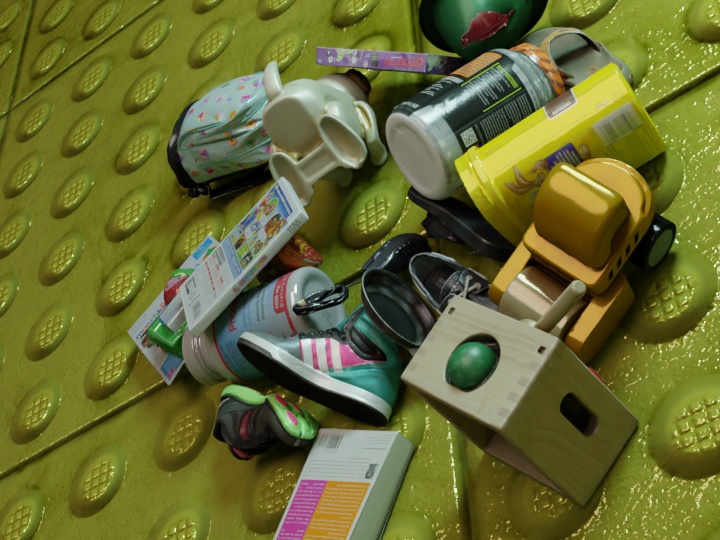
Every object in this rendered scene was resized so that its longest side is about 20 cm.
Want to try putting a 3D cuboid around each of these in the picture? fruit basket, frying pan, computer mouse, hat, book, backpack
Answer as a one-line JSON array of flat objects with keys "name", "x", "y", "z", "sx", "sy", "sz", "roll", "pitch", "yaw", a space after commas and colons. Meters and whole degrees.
[{"name": "fruit basket", "x": -0.238, "y": 0.045, "z": 1.802, "sx": 0.186, "sy": 0.094, "sz": 0.200, "roll": -50, "pitch": 36, "yaw": -2}, {"name": "frying pan", "x": 0.067, "y": 0.074, "z": 1.492, "sx": 0.190, "sy": 0.115, "sz": 0.031, "roll": 50, "pitch": 117, "yaw": 10}, {"name": "computer mouse", "x": 0.000, "y": 0.000, "z": 1.570, "sx": 0.199, "sy": 0.034, "sz": 0.058, "roll": -29, "pitch": 21, "yaw": -30}, {"name": "hat", "x": 0.162, "y": -0.271, "z": 1.623, "sx": 0.166, "sy": 0.197, "sz": 0.178, "roll": 120, "pitch": 145, "yaw": -45}, {"name": "book", "x": -0.033, "y": 0.267, "z": 1.432, "sx": 0.133, "sy": 0.048, "sz": 0.202, "roll": -4, "pitch": 54, "yaw": 47}, {"name": "backpack", "x": -0.183, "y": -0.207, "z": 1.949, "sx": 0.198, "sy": 0.127, "sz": 0.168, "roll": -10, "pitch": 47, "yaw": 36}]

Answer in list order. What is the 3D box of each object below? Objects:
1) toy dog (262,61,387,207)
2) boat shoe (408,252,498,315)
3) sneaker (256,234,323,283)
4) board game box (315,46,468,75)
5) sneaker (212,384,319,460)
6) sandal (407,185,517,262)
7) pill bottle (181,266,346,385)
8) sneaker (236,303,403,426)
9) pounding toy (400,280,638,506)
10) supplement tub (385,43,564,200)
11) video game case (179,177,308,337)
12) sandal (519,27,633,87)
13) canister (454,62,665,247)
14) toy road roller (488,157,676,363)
[{"name": "toy dog", "x": -0.052, "y": -0.198, "z": 1.769, "sx": 0.139, "sy": 0.194, "sz": 0.200, "roll": -43, "pitch": 1, "yaw": 28}, {"name": "boat shoe", "x": 0.119, "y": 0.032, "z": 1.466, "sx": 0.072, "sy": 0.068, "sz": 0.200, "roll": -48, "pitch": 37, "yaw": 0}, {"name": "sneaker", "x": -0.097, "y": -0.009, "z": 1.693, "sx": 0.077, "sy": 0.073, "sz": 0.200, "roll": -51, "pitch": 4, "yaw": -5}, {"name": "board game box", "x": 0.050, "y": -0.278, "z": 1.764, "sx": 0.199, "sy": 0.119, "sz": 0.033, "roll": 13, "pitch": 97, "yaw": 42}, {"name": "sneaker", "x": -0.115, "y": 0.191, "z": 1.567, "sx": 0.199, "sy": 0.076, "sz": 0.085, "roll": 1, "pitch": 63, "yaw": 61}, {"name": "sandal", "x": 0.109, "y": -0.049, "z": 1.555, "sx": 0.200, "sy": 0.075, "sz": 0.048, "roll": 45, "pitch": 118, "yaw": 53}, {"name": "pill bottle", "x": -0.123, "y": 0.076, "z": 1.641, "sx": 0.198, "sy": 0.109, "sz": 0.110, "roll": -22, "pitch": 43, "yaw": 30}, {"name": "sneaker", "x": -0.033, "y": 0.085, "z": 1.520, "sx": 0.198, "sy": 0.084, "sz": 0.122, "roll": 24, "pitch": 65, "yaw": 13}, {"name": "pounding toy", "x": 0.159, "y": 0.099, "z": 1.253, "sx": 0.143, "sy": 0.200, "sz": 0.183, "roll": -54, "pitch": 37, "yaw": -10}, {"name": "supplement tub", "x": 0.138, "y": -0.180, "z": 1.556, "sx": 0.199, "sy": 0.124, "sz": 0.122, "roll": -32, "pitch": 32, "yaw": -20}, {"name": "video game case", "x": -0.149, "y": -0.019, "z": 1.644, "sx": 0.200, "sy": 0.018, "sz": 0.143, "roll": -47, "pitch": 23, "yaw": 7}, {"name": "sandal", "x": 0.254, "y": -0.259, "z": 1.603, "sx": 0.080, "sy": 0.054, "sz": 0.200, "roll": -48, "pitch": 36, "yaw": 1}, {"name": "canister", "x": 0.220, "y": -0.125, "z": 1.435, "sx": 0.199, "sy": 0.148, "sz": 0.087, "roll": -32, "pitch": 62, "yaw": 15}, {"name": "toy road roller", "x": 0.214, "y": -0.021, "z": 1.329, "sx": 0.122, "sy": 0.146, "sz": 0.201, "roll": 34, "pitch": 88, "yaw": 31}]
